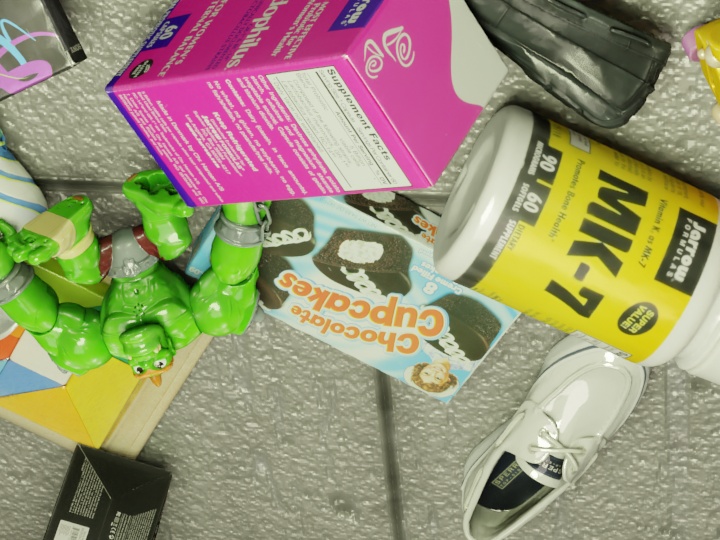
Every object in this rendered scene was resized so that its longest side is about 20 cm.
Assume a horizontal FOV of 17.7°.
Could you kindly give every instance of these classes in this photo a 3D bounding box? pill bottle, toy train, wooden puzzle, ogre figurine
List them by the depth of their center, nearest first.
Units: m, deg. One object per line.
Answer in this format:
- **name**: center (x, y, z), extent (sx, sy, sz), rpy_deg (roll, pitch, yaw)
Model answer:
- **toy train**: center (0.239, -0.080, 1.308), extent (0.056, 0.200, 0.151), rpy_deg (-24, 90, 2)
- **pill bottle**: center (0.155, -0.011, 1.410), extent (0.200, 0.114, 0.114), rpy_deg (24, 131, -9)
- **ogre figurine**: center (-0.141, 0.003, 1.464), extent (0.200, 0.098, 0.120), rpy_deg (-25, 124, -8)
- **wooden puzzle**: center (-0.211, 0.051, 1.596), extent (0.185, 0.037, 0.200), rpy_deg (26, 131, -11)

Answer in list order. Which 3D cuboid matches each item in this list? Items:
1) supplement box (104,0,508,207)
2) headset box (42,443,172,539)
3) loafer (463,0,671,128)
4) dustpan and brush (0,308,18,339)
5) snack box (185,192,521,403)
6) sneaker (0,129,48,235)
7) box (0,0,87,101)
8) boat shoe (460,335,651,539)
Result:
- **supplement box**: center (-0.032, -0.109, 1.334), extent (0.200, 0.101, 0.103), rpy_deg (-2, 133, 42)
- **headset box**: center (-0.201, 0.243, 1.666), extent (0.077, 0.149, 0.200), rpy_deg (17, 143, -1)
- **loafer**: center (0.089, -0.161, 1.336), extent (0.200, 0.068, 0.070), rpy_deg (36, 92, -9)
- **dustpan and brush**: center (-0.323, 0.004, 1.548), extent (0.140, 0.057, 0.200), rpy_deg (47, 160, -23)
- **snack box**: center (0.000, 0.000, 1.504), extent (0.200, 0.037, 0.116), rpy_deg (26, 132, -11)
- **sneaker**: center (-0.262, -0.101, 1.451), extent (0.200, 0.076, 0.105), rpy_deg (37, 127, -18)
- **box**: center (-0.281, -0.148, 1.384), extent (0.200, 0.036, 0.143), rpy_deg (-23, 99, 17)
- **boat shoe**: center (0.131, 0.117, 1.558), extent (0.073, 0.065, 0.200), rpy_deg (25, 131, -9)
